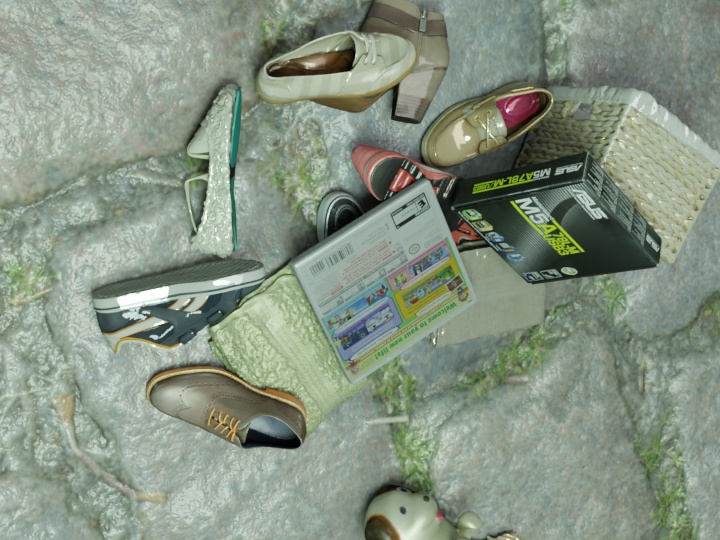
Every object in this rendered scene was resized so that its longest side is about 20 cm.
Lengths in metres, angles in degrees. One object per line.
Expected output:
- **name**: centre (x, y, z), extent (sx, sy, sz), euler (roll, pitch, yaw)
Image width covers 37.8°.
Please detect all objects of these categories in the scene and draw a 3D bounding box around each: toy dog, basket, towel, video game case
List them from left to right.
- **towel**: centre (-0.088, 0.108, 1.308), extent (0.148, 0.036, 0.201), euler (-40, 113, -16)
- **video game case**: centre (0.033, 0.014, 1.287), extent (0.199, 0.022, 0.184), euler (-32, 117, -14)
- **toy dog**: centre (0.080, 0.375, 1.389), extent (0.202, 0.192, 0.140), euler (64, 33, -16)
- **towel**: centre (0.172, 0.026, 1.427), extent (0.198, 0.034, 0.135), euler (-9, 110, -28)
- **basket**: centre (0.336, -0.132, 1.404), extent (0.199, 0.198, 0.162), euler (29, 86, -28)

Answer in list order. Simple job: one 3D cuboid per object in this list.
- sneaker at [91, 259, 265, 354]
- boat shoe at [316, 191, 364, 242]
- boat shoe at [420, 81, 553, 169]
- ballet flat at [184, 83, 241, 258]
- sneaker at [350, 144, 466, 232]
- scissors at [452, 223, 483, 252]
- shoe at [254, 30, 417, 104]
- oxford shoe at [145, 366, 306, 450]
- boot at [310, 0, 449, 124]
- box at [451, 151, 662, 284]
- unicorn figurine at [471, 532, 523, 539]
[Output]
- **sneaker**: centre (-0.202, 0.042, 1.208), extent (0.197, 0.079, 0.081), euler (-12, 107, -5)
- **boat shoe**: centre (0.000, 0.000, 1.320), extent (0.071, 0.068, 0.203), euler (-18, 106, -24)
- **boat shoe**: centre (0.169, -0.194, 1.379), extent (0.199, 0.069, 0.074), euler (-33, 111, -20)
- **ballet flat**: centre (-0.172, -0.115, 1.218), extent (0.071, 0.072, 0.203), euler (-1, 98, -27)
- **sneaker**: centre (0.067, -0.115, 1.333), extent (0.199, 0.087, 0.074), euler (24, 103, -43)
- **scissors**: centre (0.100, -0.058, 1.394), extent (0.198, 0.014, 0.074), euler (6, 96, -30)
- **shoe**: centre (-0.025, -0.238, 1.220), extent (0.197, 0.053, 0.071), euler (-15, 72, -11)
- **oxford shoe**: centre (-0.156, 0.166, 1.241), extent (0.197, 0.073, 0.072), euler (12, 110, -11)
- **boot**: centre (0.016, -0.269, 1.297), extent (0.197, 0.070, 0.149), euler (12, 83, -21)
- **box**: centre (0.244, -0.058, 1.304), extent (0.200, 0.191, 0.048), euler (40, 58, -38)
- **unicorn figurine**: centre (0.225, 0.472, 1.503), extent (0.136, 0.074, 0.203), euler (-14, 104, -24)
